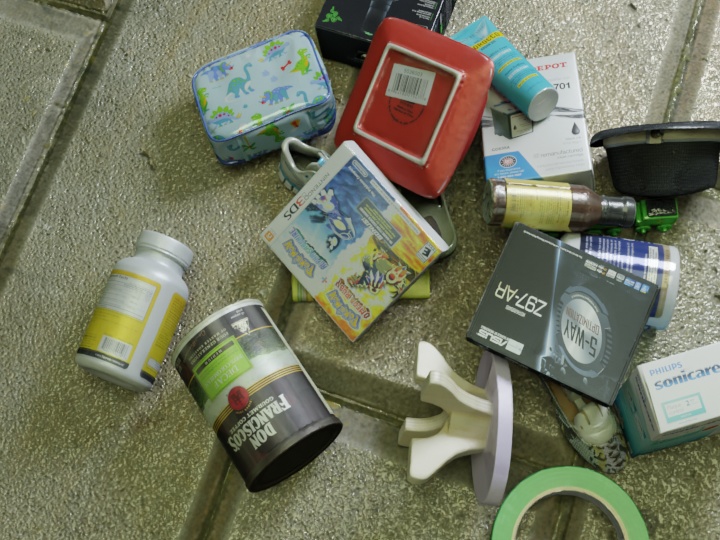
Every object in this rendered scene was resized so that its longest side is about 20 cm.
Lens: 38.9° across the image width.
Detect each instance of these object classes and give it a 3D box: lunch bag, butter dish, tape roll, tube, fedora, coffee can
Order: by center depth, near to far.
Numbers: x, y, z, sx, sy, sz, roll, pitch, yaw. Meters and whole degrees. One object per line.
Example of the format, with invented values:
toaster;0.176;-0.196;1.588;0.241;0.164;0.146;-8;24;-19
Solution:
tape roll;0.261;0.350;1.279;0.196;0.048;0.205;-2;71;4
coffee can;-0.136;0.161;1.327;0.145;0.147;0.201;-34;71;-7
fedora;0.410;-0.146;1.376;0.196;0.201;0.094;-2;92;5
tube;0.196;-0.282;1.406;0.077;0.051;0.201;-29;52;-10
butter dish;0.094;-0.216;1.408;0.198;0.147;0.203;29;101;30
lunch bag;-0.140;-0.255;1.491;0.197;0.083;0.163;-22;62;-2

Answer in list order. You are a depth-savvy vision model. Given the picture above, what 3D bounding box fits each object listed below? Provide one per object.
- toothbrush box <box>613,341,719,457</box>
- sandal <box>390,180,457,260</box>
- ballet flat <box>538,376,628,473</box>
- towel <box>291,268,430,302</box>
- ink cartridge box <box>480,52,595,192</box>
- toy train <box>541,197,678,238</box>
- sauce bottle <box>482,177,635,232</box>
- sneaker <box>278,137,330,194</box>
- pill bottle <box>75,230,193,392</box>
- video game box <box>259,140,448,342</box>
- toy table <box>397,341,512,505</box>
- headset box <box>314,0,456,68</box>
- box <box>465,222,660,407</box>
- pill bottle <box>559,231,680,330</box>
toothbrush box;0.402;0.157;1.250;0.144;0.200;0.087;-15;70;-1
sandal;0.081;-0.108;1.437;0.079;0.058;0.203;-26;62;-5
ballet flat;0.283;0.170;1.326;0.071;0.072;0.202;-28;72;-4
towel;0.000;0.000;1.437;0.196;0.018;0.088;-1;76;4
ink cartridge box;0.240;-0.190;1.415;0.143;0.086;0.204;-8;62;11
toy train;0.341;-0.073;1.407;0.196;0.057;0.043;-4;71;3
sauce bottle;0.259;-0.082;1.330;0.196;0.065;0.066;5;72;-5
sneaker;-0.041;-0.120;1.438;0.198;0.087;0.075;33;71;16
pill bottle;-0.302;0.054;1.395;0.110;0.112;0.203;18;74;11
video game box;-0.011;-0.039;1.380;0.200;0.047;0.182;47;110;7
toy table;0.120;0.187;1.287;0.115;0.186;0.202;9;45;-6
headset box;0.042;-0.390;1.520;0.171;0.093;0.203;19;75;12
box;0.251;0.054;1.273;0.197;0.044;0.162;25;83;11
pill bottle;0.314;0.009;1.353;0.196;0.111;0.113;9;72;8
